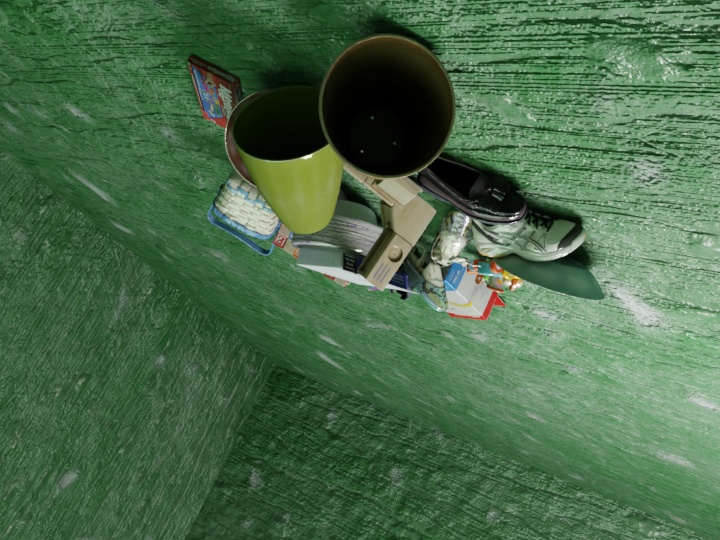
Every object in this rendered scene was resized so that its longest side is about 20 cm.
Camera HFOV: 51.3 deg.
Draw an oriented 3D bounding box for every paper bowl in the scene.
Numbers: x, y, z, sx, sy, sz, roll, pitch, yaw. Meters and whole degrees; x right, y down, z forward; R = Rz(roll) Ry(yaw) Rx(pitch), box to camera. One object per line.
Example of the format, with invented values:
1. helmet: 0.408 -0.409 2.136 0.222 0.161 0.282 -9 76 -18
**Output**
1. paper bowl: -0.043 -0.085 1.568 0.195 0.107 0.201 9 174 1

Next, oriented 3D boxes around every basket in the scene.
1. basket: -0.252 -0.138 1.713 0.174 0.140 0.201 30 132 -6

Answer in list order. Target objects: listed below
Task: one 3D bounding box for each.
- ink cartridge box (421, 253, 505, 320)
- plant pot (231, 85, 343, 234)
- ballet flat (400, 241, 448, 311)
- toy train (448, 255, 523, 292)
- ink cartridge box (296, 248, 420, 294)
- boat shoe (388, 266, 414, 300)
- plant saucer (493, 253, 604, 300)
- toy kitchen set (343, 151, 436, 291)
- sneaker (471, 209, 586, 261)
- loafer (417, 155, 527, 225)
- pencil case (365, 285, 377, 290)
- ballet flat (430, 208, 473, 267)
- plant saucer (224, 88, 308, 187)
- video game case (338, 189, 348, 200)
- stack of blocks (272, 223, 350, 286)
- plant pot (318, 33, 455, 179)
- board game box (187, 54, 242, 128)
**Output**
1. ink cartridge box: 0.216 0.047 1.643 0.199 0.068 0.115 41 158 -31
2. plant pot: -0.101 -0.166 1.250 0.183 0.188 0.203 20 144 25
3. ballet flat: 0.125 -0.008 1.541 0.201 0.074 0.075 51 173 26
4. toy train: 0.240 0.009 1.418 0.146 0.057 0.199 6 -179 24
5. ink cartridge box: 0.000 0.000 1.546 0.197 0.042 0.197 18 174 -42
6. boat shoe: 0.096 0.028 1.742 0.070 0.092 0.201 26 163 6
7. plant saucer: 0.326 -0.005 1.281 0.196 0.040 0.201 16 -166 -4
8. toy kitchen set: 0.017 -0.091 1.309 0.198 0.182 0.163 35 -179 -19
9. sneaker: 0.267 -0.071 1.230 0.196 0.076 0.089 0 125 35
10. loafer: 0.175 -0.134 1.211 0.197 0.073 0.063 25 159 23
11. pencil case: -0.026 -0.030 1.772 0.197 0.094 0.085 27 -179 11
12. ballet flat: 0.175 -0.052 1.436 0.071 0.073 0.201 27 162 3
13. plant saucer: -0.140 -0.230 1.321 0.194 0.035 0.204 1 126 1
14. video game case: -0.117 -0.208 1.546 0.140 0.018 0.201 19 160 30
15. stack of blocks: -0.087 -0.065 1.712 0.197 0.117 0.058 30 -173 11
16. plant pot: 0.032 -0.213 1.080 0.183 0.190 0.200 28 177 -1
17. board game box: -0.271 -0.330 1.448 0.101 0.020 0.201 26 162 6
